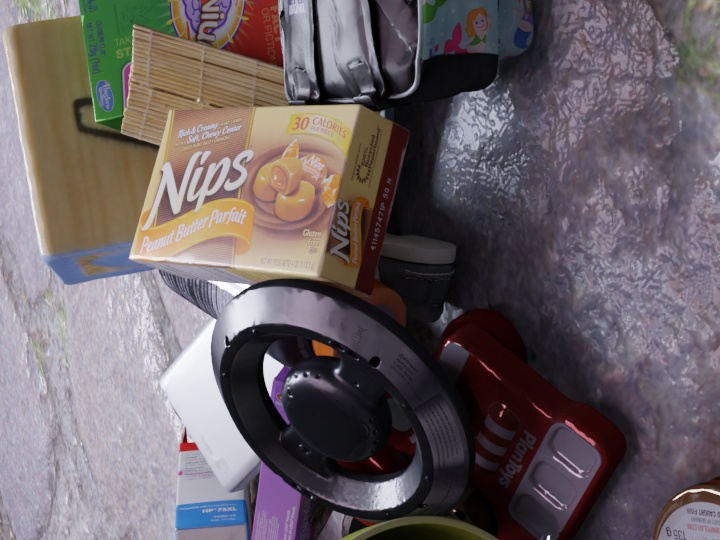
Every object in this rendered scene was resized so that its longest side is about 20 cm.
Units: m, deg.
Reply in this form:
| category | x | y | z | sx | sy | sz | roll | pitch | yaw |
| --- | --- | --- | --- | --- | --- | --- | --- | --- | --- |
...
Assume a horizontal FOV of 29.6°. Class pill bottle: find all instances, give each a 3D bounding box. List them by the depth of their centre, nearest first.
| category | x | y | z | sx | sy | sz | roll | pitch | yaw |
| --- | --- | --- | --- | --- | --- | --- | --- | --- | --- |
| pill bottle | -0.057 | 0.009 | 1.019 | 0.200 | 0.106 | 0.106 | 30 | 122 | 40 |

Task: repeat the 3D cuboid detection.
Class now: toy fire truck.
| category | x | y | z | sx | sy | sz | roll | pitch | yaw |
| --- | --- | --- | --- | --- | --- | --- | --- | --- | --- |
| toy fire truck | 0.084 | 0.138 | 0.954 | 0.168 | 0.112 | 0.200 | 40 | 133 | 24 |

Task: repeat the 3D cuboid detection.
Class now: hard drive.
| category | x | y | z | sx | sy | sz | roll | pitch | yaw |
| --- | --- | --- | --- | --- | --- | --- | --- | --- | --- |
| hard drive | -0.091 | 0.088 | 1.217 | 0.200 | 0.026 | 0.132 | -47 | 67 | 30 |

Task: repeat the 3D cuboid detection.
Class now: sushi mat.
| category | x | y | z | sx | sy | sz | roll | pitch | yaw |
| --- | --- | --- | --- | --- | --- | --- | --- | --- | --- |
| sushi mat | -0.084 | -0.118 | 1.040 | 0.012 | 0.200 | 0.096 | -69 | -5 | -60 |

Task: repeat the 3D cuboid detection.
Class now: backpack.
| category | x | y | z | sx | sy | sz | roll | pitch | yaw |
| --- | --- | --- | --- | --- | --- | --- | --- | --- | --- |
| backpack | 0.021 | -0.216 | 0.917 | 0.177 | 0.150 | 0.201 | 5 | 108 | 53 |

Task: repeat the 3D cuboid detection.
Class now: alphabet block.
| category | x | y | z | sx | sy | sz | roll | pitch | yaw |
| --- | --- | --- | --- | --- | --- | --- | --- | --- | --- |
| alphabet block | -0.194 | -0.109 | 1.207 | 0.195 | 0.196 | 0.201 | 137 | 123 | -79 |

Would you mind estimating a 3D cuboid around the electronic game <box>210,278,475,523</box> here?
| category | x | y | z | sx | sy | sz | roll | pitch | yaw |
| --- | --- | --- | --- | --- | --- | --- | --- | --- | --- |
| electronic game | -0.015 | 0.090 | 0.898 | 0.200 | 0.042 | 0.200 | 21 | 135 | 23 |

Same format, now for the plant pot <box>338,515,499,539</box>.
| category | x | y | z | sx | sy | sz | roll | pitch | yaw |
| --- | --- | --- | --- | --- | --- | --- | --- | --- | --- |
| plant pot | 0.010 | 0.260 | 0.943 | 0.200 | 0.187 | 0.188 | 159 | 101 | -71 |

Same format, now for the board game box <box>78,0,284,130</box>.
| category | x | y | z | sx | sy | sz | roll | pitch | yaw |
| --- | --- | --- | --- | --- | --- | --- | --- | --- | --- |
| board game box | -0.122 | -0.207 | 1.072 | 0.200 | 0.040 | 0.153 | -11 | 85 | 17 |

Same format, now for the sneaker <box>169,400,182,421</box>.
| category | x | y | z | sx | sy | sz | roll | pitch | yaw |
| --- | --- | --- | --- | --- | --- | --- | --- | --- | --- |
| sneaker | -0.119 | 0.131 | 1.305 | 0.200 | 0.075 | 0.116 | -53 | 55 | 48 |

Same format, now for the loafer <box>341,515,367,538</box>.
| category | x | y | z | sx | sy | sz | roll | pitch | yaw |
| --- | --- | --- | --- | --- | --- | --- | --- | --- | --- |
| loafer | 0.020 | 0.173 | 1.104 | 0.072 | 0.073 | 0.201 | -105 | 17 | -78 |

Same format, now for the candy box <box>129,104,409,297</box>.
| category | x | y | z | sx | sy | sz | roll | pitch | yaw |
| --- | --- | --- | --- | --- | --- | --- | --- | --- | --- |
| candy box | -0.067 | -0.050 | 0.931 | 0.200 | 0.055 | 0.116 | 5 | 77 | 45 |

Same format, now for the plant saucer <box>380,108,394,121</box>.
| category | x | y | z | sx | sy | sz | roll | pitch | yaw |
| --- | --- | --- | --- | --- | --- | --- | --- | --- | --- |
| plant saucer | -0.019 | -0.138 | 1.111 | 0.201 | 0.039 | 0.202 | 22 | 116 | 55 |

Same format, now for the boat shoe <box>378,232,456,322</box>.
| category | x | y | z | sx | sy | sz | roll | pitch | yaw |
| --- | --- | --- | --- | --- | --- | --- | --- | --- | --- |
| boat shoe | 0.000 | 0.000 | 1.080 | 0.200 | 0.073 | 0.062 | 10 | 102 | 52 |

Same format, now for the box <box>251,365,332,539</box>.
| category | x | y | z | sx | sy | sz | roll | pitch | yaw |
| --- | --- | --- | --- | --- | --- | --- | --- | --- | --- |
| box | -0.040 | 0.140 | 1.100 | 0.039 | 0.137 | 0.200 | 17 | 121 | 12 |

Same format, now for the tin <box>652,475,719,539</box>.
| category | x | y | z | sx | sy | sz | roll | pitch | yaw |
| --- | --- | --- | --- | --- | --- | --- | --- | --- | --- |
| tin | 0.224 | 0.221 | 0.798 | 0.112 | 0.042 | 0.201 | -7 | 91 | 63 |

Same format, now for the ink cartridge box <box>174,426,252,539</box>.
| category | x | y | z | sx | sy | sz | roll | pitch | yaw |
| --- | --- | --- | --- | --- | --- | --- | --- | --- | --- |
| ink cartridge box | -0.139 | 0.241 | 1.312 | 0.200 | 0.067 | 0.116 | -103 | 10 | -67 |
